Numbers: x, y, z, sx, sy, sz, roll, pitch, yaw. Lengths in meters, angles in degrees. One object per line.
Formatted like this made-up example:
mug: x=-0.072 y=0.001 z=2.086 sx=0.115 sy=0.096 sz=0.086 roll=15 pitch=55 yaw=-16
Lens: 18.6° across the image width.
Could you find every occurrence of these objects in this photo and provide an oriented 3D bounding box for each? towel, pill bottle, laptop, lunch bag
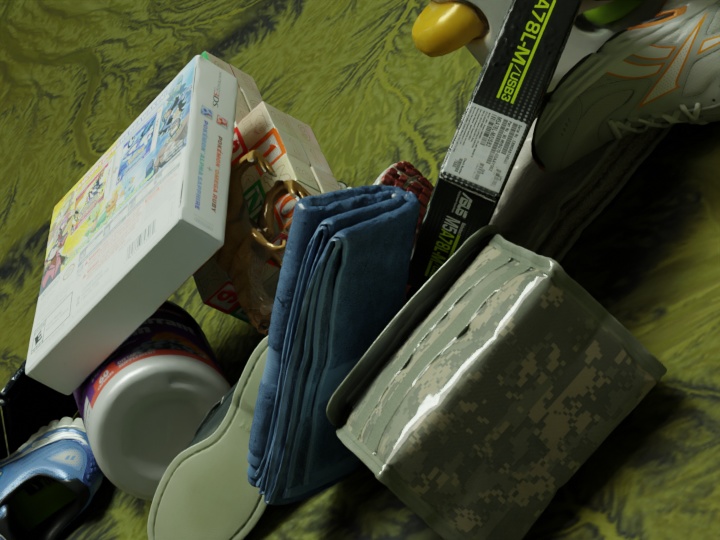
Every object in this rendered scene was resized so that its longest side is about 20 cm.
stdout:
towel: x=-0.014 y=0.047 z=1.408 sx=0.048 sy=0.201 sz=0.111 roll=24 pitch=24 yaw=31
towel: x=0.134 y=-0.066 z=1.543 sx=0.200 sy=0.034 sz=0.132 roll=-49 pitch=25 yaw=-13
pill bottle: x=-0.161 y=0.085 z=1.661 sx=0.111 sy=0.111 sz=0.200 roll=-42 pitch=24 yaw=2
laptop: x=-0.304 y=0.097 z=1.772 sx=0.200 sy=0.103 sz=0.177 roll=-56 pitch=-12 yaw=-27
lunch bag: x=0.068 y=0.067 z=1.332 sx=0.164 sy=0.118 sz=0.200 roll=-49 pitch=16 yaw=-2

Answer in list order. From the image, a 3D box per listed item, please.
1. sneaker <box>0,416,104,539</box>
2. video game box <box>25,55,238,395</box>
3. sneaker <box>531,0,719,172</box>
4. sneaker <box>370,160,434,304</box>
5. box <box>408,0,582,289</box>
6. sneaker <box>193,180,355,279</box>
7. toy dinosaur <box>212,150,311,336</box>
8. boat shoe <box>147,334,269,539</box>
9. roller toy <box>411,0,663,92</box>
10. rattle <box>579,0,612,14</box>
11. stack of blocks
sneaker: x=-0.284 y=0.191 z=1.721 sx=0.200 sy=0.079 sz=0.089 roll=-33 pitch=23 yaw=22
video game box: x=-0.167 y=-0.033 z=1.613 sx=0.200 sy=0.047 sz=0.183 roll=-42 pitch=32 yaw=34
sneaker: x=0.204 y=-0.121 z=1.454 sx=0.200 sy=0.092 sz=0.076 roll=-40 pitch=-13 yaw=5
sneaker: x=0.000 y=0.000 z=1.591 sx=0.082 sy=0.078 sz=0.200 roll=-18 pitch=34 yaw=46
box: x=0.091 y=-0.100 z=1.437 sx=0.193 sy=0.047 sz=0.201 roll=100 pitch=-168 yaw=-68
sneaker: x=-0.073 y=-0.010 z=1.725 sx=0.200 sy=0.078 sz=0.090 roll=-15 pitch=40 yaw=48
toy dinosaur: x=-0.095 y=-0.039 z=1.592 sx=0.106 sy=0.060 sz=0.200 roll=-47 pitch=47 yaw=18
boat shoe: x=-0.077 y=0.120 z=1.513 sx=0.200 sy=0.074 sz=0.066 roll=-63 pitch=-13 yaw=18
roller toy: x=0.141 y=-0.237 z=1.667 sx=0.200 sy=0.140 sz=0.183 roll=-28 pitch=23 yaw=34
rattle: x=0.178 y=-0.270 z=1.512 sx=0.200 sy=0.130 sz=0.143 roll=-35 pitch=48 yaw=24
stack of blocks: x=-0.091 y=-0.073 z=1.687 sx=0.115 sy=0.058 sz=0.200 roll=-42 pitch=49 yaw=21
